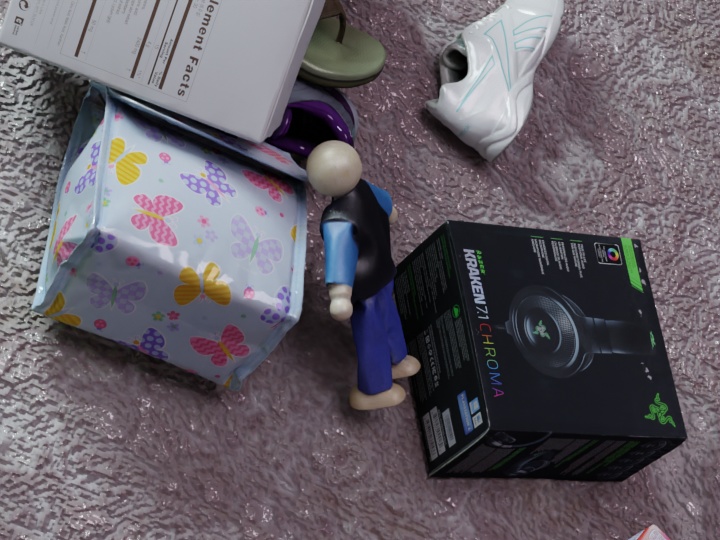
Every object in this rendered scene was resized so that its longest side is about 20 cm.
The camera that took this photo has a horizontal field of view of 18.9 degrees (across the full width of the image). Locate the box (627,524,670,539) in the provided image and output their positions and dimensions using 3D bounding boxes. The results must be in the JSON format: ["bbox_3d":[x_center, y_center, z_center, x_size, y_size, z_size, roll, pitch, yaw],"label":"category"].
[{"bbox_3d":[0.171,0.290,1.541,0.095,0.100,0.200,45,49,-1],"label":"box"}]

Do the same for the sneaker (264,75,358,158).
[{"bbox_3d":[-0.083,-0.143,1.631,0.199,0.075,0.088,27,16,-16],"label":"sneaker"}]

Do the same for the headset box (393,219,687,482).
[{"bbox_3d":[0.141,0.065,1.659,0.199,0.093,0.175,6,61,-30],"label":"headset box"}]

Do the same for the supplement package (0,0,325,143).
[{"bbox_3d":[-0.136,-0.184,1.535,0.199,0.121,0.121,21,10,0],"label":"supplement package"}]

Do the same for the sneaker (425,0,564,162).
[{"bbox_3d":[0.114,-0.186,1.806,0.080,0.070,0.201,30,52,-11],"label":"sneaker"}]

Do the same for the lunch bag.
[{"bbox_3d":[-0.128,-0.043,1.533,0.169,0.127,0.201,24,41,-19],"label":"lunch bag"}]

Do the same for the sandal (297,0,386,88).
[{"bbox_3d":[-0.058,-0.206,1.628,0.200,0.057,0.080,34,35,-23],"label":"sandal"}]

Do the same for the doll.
[{"bbox_3d":[0.000,0.000,1.551,0.137,0.048,0.201,-59,142,-56],"label":"doll"}]
